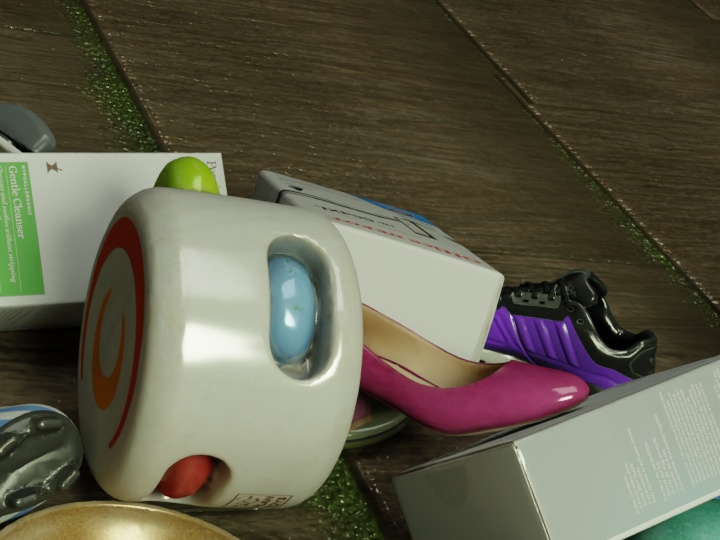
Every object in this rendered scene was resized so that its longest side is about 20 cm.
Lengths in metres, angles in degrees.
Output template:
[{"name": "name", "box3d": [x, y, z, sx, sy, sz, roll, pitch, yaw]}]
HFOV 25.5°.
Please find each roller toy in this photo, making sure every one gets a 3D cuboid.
[{"name": "roller toy", "box3d": [-0.081, 0.050, 0.942, 0.139, 0.201, 0.182, 7, 20, -23]}]

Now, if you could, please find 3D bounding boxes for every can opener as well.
[{"name": "can opener", "box3d": [-0.231, -0.068, 1.202, 0.200, 0.053, 0.066, 38, 69, 23]}]

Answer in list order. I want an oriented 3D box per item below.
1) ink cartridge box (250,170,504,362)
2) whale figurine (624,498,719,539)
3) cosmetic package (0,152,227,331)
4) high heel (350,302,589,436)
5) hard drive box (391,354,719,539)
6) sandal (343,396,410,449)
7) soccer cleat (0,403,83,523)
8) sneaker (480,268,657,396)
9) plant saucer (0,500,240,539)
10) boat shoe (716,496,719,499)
[{"name": "ink cartridge box", "box3d": [0.000, 0.000, 1.153, 0.145, 0.085, 0.200, 16, 8, -18]}, {"name": "whale figurine", "box3d": [0.251, 0.214, 0.979, 0.199, 0.104, 0.160, 22, 55, -4]}, {"name": "cosmetic package", "box3d": [-0.191, -0.020, 1.079, 0.199, 0.085, 0.108, -5, 78, -32]}, {"name": "high heel", "box3d": [0.042, 0.050, 0.986, 0.199, 0.097, 0.067, -5, 9, 25]}, {"name": "hard drive box", "box3d": [0.145, 0.120, 0.983, 0.199, 0.156, 0.077, -17, 84, -28]}, {"name": "sandal", "box3d": [-0.055, 0.069, 1.095, 0.200, 0.058, 0.080, 17, 29, -8]}, {"name": "soccer cleat", "box3d": [-0.248, 0.128, 0.876, 0.199, 0.070, 0.086, -19, 10, -34]}, {"name": "sneaker", "box3d": [0.142, 0.034, 1.238, 0.200, 0.100, 0.070, 28, 28, 12]}, {"name": "plant saucer", "box3d": [-0.118, 0.203, 0.851, 0.199, 0.036, 0.200, 16, 29, -9]}, {"name": "boat shoe", "box3d": [0.299, 0.150, 1.147, 0.200, 0.084, 0.069, 26, -2, -35]}]
